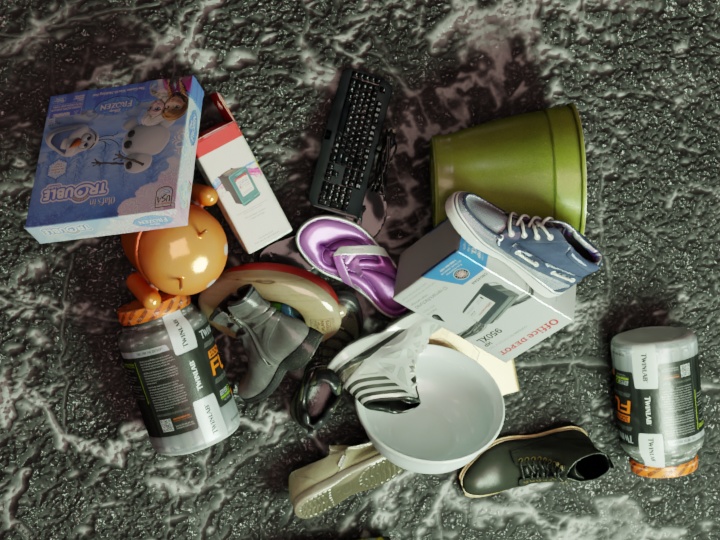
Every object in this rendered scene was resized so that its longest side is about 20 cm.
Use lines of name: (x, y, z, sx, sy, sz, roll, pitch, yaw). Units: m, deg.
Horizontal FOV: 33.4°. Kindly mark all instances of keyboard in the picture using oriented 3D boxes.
keyboard: (0.003, -0.170, 1.610, 0.104, 0.040, 0.200, 16, 81, -14)

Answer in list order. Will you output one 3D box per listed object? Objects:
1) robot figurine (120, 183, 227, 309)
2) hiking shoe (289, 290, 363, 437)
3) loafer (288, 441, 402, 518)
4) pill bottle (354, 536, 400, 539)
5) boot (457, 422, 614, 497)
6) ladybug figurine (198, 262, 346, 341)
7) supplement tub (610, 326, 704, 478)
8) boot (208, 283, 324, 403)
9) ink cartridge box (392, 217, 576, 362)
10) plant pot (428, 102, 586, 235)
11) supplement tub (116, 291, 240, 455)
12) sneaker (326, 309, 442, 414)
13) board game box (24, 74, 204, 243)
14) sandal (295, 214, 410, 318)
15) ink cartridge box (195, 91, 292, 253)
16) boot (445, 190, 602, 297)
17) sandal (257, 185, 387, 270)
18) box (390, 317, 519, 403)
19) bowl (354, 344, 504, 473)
robot figurine: (-0.235, -0.032, 1.512, 0.144, 0.200, 0.117, -26, 111, -15)
hiking shoe: (-0.037, 0.128, 1.628, 0.076, 0.101, 0.200, 15, 94, -14)
loafer: (-0.015, 0.270, 1.666, 0.200, 0.068, 0.076, -22, 144, -21)
pill bottle: (-0.037, 0.434, 1.662, 0.200, 0.112, 0.113, -3, 98, -11)
boot: (0.245, 0.278, 1.688, 0.200, 0.138, 0.078, -24, 102, -7)
ladybug figurine: (-0.114, 0.040, 1.591, 0.200, 0.072, 0.136, 6, 138, 10)
supplement tub: (0.428, 0.188, 1.723, 0.122, 0.123, 0.200, -8, 98, -11)
boot: (-0.143, 0.090, 1.562, 0.132, 0.200, 0.070, 36, 47, -10)
ink cartridge box: (0.167, 0.022, 1.595, 0.200, 0.145, 0.084, 29, 48, -21)
plant pot: (0.190, -0.121, 1.611, 0.193, 0.200, 0.201, -2, 98, 0)
supplement tub: (-0.243, 0.131, 1.575, 0.122, 0.123, 0.200, -18, 101, -9)
sneaker: (0.058, 0.128, 1.600, 0.200, 0.076, 0.115, -25, 74, -36)
board game box: (-0.300, -0.138, 1.476, 0.200, 0.043, 0.199, -6, 61, 15)
sandal: (0.004, -0.006, 1.614, 0.203, 0.050, 0.082, 35, 92, -23)
ink cartridge box: (-0.169, -0.128, 1.560, 0.067, 0.116, 0.200, -29, 101, -7)
boot: (0.207, -0.050, 1.504, 0.200, 0.090, 0.073, 34, 47, -18)
sandal: (-0.045, -0.043, 1.634, 0.200, 0.043, 0.076, -34, 103, -6)
box: (0.130, 0.095, 1.700, 0.163, 0.021, 0.200, -13, 101, -9)
bowl: (0.089, 0.203, 1.625, 0.201, 0.201, 0.090, -4, 136, -11)
